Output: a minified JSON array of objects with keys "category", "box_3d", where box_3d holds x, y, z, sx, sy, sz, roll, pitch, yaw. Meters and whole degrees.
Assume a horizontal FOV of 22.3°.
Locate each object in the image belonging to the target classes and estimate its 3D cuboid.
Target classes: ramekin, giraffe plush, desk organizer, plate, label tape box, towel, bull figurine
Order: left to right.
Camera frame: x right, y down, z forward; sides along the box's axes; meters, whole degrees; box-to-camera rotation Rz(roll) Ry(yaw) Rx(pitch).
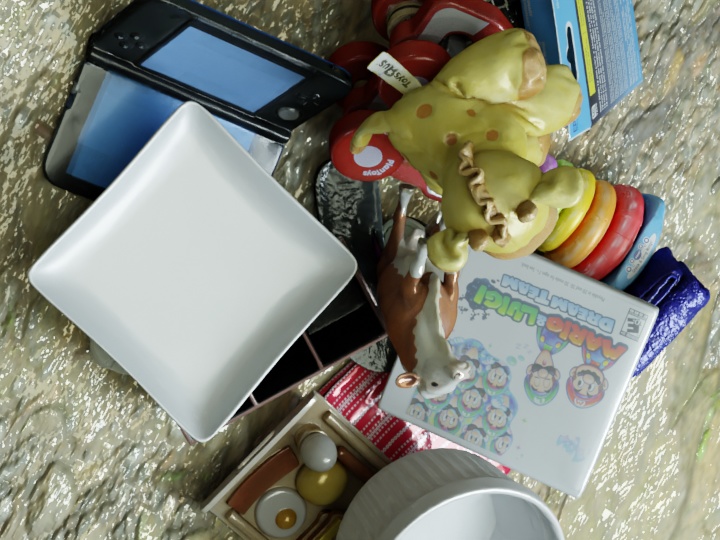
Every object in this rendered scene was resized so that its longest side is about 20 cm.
[{"category":"plate","box_3d":[-0.134,0.001,1.479,0.199,0.032,0.200,44,78,-9]},{"category":"desk organizer","box_3d":[-0.080,0.061,1.552,0.199,0.077,0.072,-29,113,-1]},{"category":"towel","box_3d":[0.051,0.154,1.701,0.144,0.022,0.201,-42,115,-15]},{"category":"bull figurine","box_3d":[0.052,0.016,1.508,0.064,0.200,0.123,8,113,-16]},{"category":"ramekin","box_3d":[0.070,0.253,1.608,0.198,0.105,0.202,-11,118,-21]},{"category":"giraffe plush","box_3d":[0.103,-0.080,1.436,0.199,0.163,0.173,10,132,-42]},{"category":"label tape box","box_3d":[0.185,-0.208,1.619,0.200,0.065,0.145,-38,121,-56]},{"category":"towel","box_3d":[0.226,0.064,1.680,0.050,0.148,0.200,43,98,-12]}]

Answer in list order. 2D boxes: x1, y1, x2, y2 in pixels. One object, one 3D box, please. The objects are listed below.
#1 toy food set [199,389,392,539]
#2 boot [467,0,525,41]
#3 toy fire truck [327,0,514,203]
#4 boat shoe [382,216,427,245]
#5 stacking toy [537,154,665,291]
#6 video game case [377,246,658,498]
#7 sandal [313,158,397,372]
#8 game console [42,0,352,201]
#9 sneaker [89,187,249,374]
[{"category":"toy food set","box_3d":[-0.029,0.217,1.633,0.144,0.060,0.200,-45,116,0]},{"category":"boot","box_3d":[0.067,-0.245,1.599,0.209,0.079,0.160,-8,103,-26]},{"category":"toy fire truck","box_3d":[0.069,-0.148,1.555,0.167,0.113,0.200,19,132,-23]},{"category":"boat shoe","box_3d":[0.094,0.025,1.671,0.200,0.074,0.066,47,35,-2]},{"category":"stacking toy","box_3d":[0.173,-0.066,1.688,0.199,0.110,0.117,34,86,-17]},{"category":"video game case","box_3d":[0.137,0.078,1.610,0.198,0.024,0.184,23,100,8]},{"category":"sandal","box_3d":[-0.001,0.000,1.620,0.075,0.048,0.203,-15,104,-8]},{"category":"game console","box_3d":[-0.133,-0.119,1.503,0.199,0.170,0.120,20,64,-29]},{"category":"sneaker","box_3d":[-0.154,0.002,1.531,0.200,0.080,0.076,-44,97,-11]}]
